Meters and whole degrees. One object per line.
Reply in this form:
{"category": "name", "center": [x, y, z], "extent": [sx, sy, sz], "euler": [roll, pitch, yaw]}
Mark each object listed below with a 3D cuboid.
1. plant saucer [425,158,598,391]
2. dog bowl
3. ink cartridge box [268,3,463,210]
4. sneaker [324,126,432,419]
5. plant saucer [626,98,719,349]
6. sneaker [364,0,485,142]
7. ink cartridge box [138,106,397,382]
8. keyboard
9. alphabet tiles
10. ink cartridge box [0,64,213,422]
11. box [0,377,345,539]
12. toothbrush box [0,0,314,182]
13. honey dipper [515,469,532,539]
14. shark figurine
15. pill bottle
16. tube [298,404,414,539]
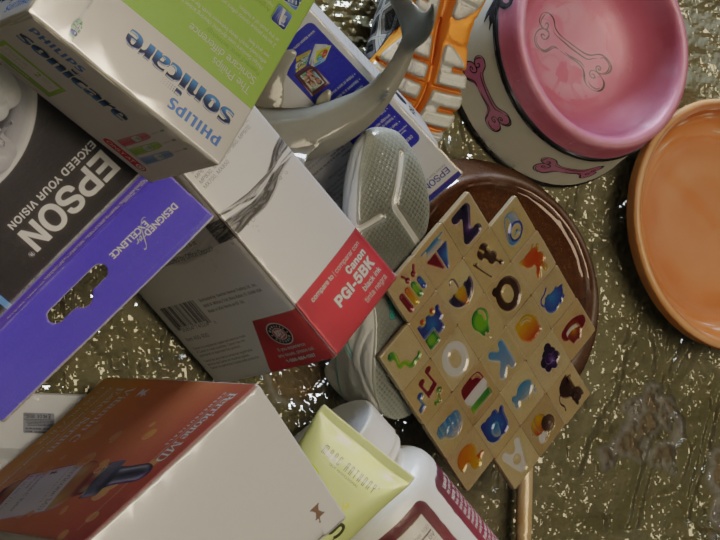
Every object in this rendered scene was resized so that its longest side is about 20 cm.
{"category": "plant saucer", "center": [0.097, 0.010, 1.752], "extent": [0.200, 0.034, 0.200], "euler": [9, 72, -27]}
{"category": "dog bowl", "center": [0.164, -0.167, 1.816], "extent": [0.200, 0.074, 0.200], "euler": [6, 79, -33]}
{"category": "ink cartridge box", "center": [-0.030, -0.110, 1.668], "extent": [0.099, 0.039, 0.200], "euler": [-39, 109, 12]}
{"category": "sneaker", "center": [0.000, 0.000, 1.658], "extent": [0.070, 0.080, 0.200], "euler": [-6, 100, -41]}
{"category": "plant saucer", "center": [0.283, -0.035, 1.896], "extent": [0.200, 0.037, 0.200], "euler": [5, 81, -33]}
{"category": "sneaker", "center": [0.037, -0.160, 1.734], "extent": [0.078, 0.077, 0.200], "euler": [26, 87, -23]}
{"category": "ink cartridge box", "center": [-0.096, -0.031, 1.577], "extent": [0.200, 0.147, 0.083], "euler": [51, 56, -18]}
{"category": "keyboard", "center": [-0.211, 0.108, 1.565], "extent": [0.200, 0.011, 0.056], "euler": [4, 76, -33]}
{"category": "alphabet tiles", "center": [0.091, 0.051, 1.689], "extent": [0.166, 0.006, 0.200], "euler": [-50, 124, -27]}
{"category": "ink cartridge box", "center": [-0.228, -0.030, 1.472], "extent": [0.200, 0.043, 0.198], "euler": [43, 101, -13]}
{"category": "box", "center": [-0.136, 0.153, 1.483], "extent": [0.152, 0.200, 0.106], "euler": [-42, 111, -28]}
{"category": "toothbrush box", "center": [-0.110, -0.176, 1.406], "extent": [0.146, 0.086, 0.200], "euler": [38, 64, -24]}
{"category": "honey dipper", "center": [0.122, 0.151, 1.766], "extent": [0.038, 0.038, 0.200], "euler": [12, 73, -32]}
{"category": "shark figurine", "center": [-0.031, -0.100, 1.607], "extent": [0.214, 0.090, 0.128], "euler": [-21, 115, 8]}
{"category": "pill bottle", "center": [0.029, 0.193, 1.647], "extent": [0.200, 0.114, 0.114], "euler": [52, 60, -16]}
{"category": "tube", "center": [-0.057, 0.186, 1.568], "extent": [0.200, 0.052, 0.058], "euler": [-50, 134, 7]}
